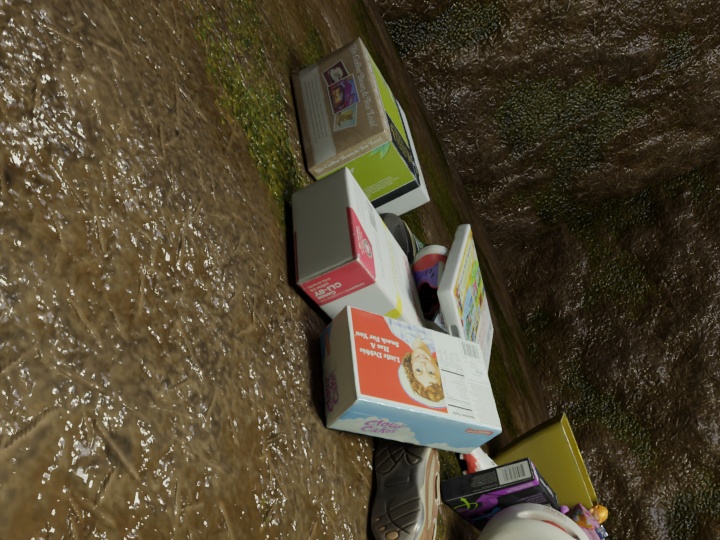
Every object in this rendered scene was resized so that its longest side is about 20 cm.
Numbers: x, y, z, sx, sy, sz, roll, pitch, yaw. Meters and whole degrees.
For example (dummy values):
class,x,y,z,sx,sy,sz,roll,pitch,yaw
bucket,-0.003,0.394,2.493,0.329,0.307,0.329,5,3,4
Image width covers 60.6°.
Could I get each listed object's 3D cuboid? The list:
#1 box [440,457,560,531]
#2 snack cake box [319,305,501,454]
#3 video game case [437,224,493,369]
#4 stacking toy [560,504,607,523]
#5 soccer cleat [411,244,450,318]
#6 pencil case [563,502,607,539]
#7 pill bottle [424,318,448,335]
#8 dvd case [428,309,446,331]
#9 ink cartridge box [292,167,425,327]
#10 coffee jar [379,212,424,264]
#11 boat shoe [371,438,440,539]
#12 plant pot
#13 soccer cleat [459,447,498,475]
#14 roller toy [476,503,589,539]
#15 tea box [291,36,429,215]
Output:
class,x,y,z,sx,sy,sz,roll,pitch,yaw
box,0.224,0.355,0.961,0.200,0.140,0.037,49,26,-47
snack cake box,0.055,0.126,0.690,0.196,0.067,0.117,19,45,-28
video game case,0.151,0.060,0.859,0.201,0.022,0.186,-60,137,-58
stacking toy,0.380,0.492,1.186,0.112,0.196,0.116,64,16,-8
soccer cleat,0.084,0.048,0.913,0.202,0.066,0.075,113,-13,-50
pencil case,0.298,0.457,0.971,0.088,0.198,0.087,53,5,-7
pill bottle,0.108,0.155,0.897,0.200,0.112,0.116,43,29,-54
dvd case,0.166,0.165,1.235,0.146,0.017,0.200,67,17,-4
ink cartridge box,0.000,0.000,0.772,0.201,0.082,0.148,50,23,-46
coffee jar,0.068,-0.016,1.033,0.199,0.084,0.107,36,38,-61
boat shoe,0.057,0.246,0.707,0.073,0.074,0.201,63,26,-24
plant pot,0.393,0.442,1.333,0.199,0.173,0.205,17,52,-68
soccer cleat,0.237,0.373,1.082,0.204,0.083,0.069,67,17,-3
roller toy,0.242,0.427,0.852,0.186,0.197,0.139,65,15,15
tea box,0.001,-0.210,0.981,0.197,0.131,0.204,46,27,-54
